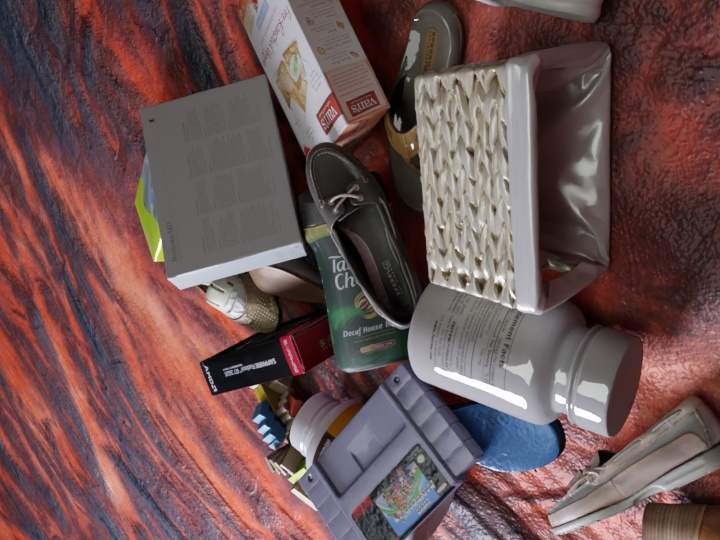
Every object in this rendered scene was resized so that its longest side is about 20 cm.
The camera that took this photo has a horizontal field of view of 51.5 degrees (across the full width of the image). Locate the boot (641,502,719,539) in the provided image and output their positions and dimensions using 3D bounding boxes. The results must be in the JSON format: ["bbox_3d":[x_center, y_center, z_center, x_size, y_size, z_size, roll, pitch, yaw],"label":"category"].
[{"bbox_3d":[0.337,0.305,0.658,0.152,0.076,0.206,0,99,38],"label":"boot"}]

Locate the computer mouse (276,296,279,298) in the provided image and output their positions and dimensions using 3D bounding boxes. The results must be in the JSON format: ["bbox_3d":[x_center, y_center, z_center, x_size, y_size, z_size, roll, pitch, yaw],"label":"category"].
[{"bbox_3d":[-0.144,-0.040,0.968,0.138,0.052,0.204,-38,70,41],"label":"computer mouse"}]

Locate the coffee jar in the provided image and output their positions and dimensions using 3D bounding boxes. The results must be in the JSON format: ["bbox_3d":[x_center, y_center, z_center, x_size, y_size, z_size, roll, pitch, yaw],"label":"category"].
[{"bbox_3d":[0.000,0.000,0.812,0.102,0.085,0.205,-14,99,7],"label":"coffee jar"}]

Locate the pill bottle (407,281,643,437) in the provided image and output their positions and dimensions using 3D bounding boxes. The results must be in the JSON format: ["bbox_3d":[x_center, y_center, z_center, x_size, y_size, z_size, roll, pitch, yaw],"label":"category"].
[{"bbox_3d":[0.152,0.077,0.696,0.197,0.113,0.117,16,117,36],"label":"pill bottle"}]

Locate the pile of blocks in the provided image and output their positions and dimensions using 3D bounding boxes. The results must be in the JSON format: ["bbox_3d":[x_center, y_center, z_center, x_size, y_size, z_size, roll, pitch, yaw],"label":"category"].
[{"bbox_3d":[-0.089,0.215,0.991,0.062,0.081,0.202,-43,76,43],"label":"pile of blocks"}]

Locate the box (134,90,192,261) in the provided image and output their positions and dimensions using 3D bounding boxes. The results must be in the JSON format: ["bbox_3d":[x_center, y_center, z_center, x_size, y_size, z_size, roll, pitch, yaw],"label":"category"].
[{"bbox_3d":[-0.256,-0.126,1.010,0.123,0.047,0.202,60,139,36],"label":"box"}]

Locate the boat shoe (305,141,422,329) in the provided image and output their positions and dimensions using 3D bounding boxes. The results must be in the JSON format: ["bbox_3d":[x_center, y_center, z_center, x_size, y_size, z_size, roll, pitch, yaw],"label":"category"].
[{"bbox_3d":[0.008,-0.035,0.734,0.066,0.057,0.203,-28,99,3],"label":"boat shoe"}]

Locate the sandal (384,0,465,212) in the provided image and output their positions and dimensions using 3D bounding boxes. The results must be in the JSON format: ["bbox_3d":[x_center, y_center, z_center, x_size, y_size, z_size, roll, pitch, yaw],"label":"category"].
[{"bbox_3d":[0.058,-0.156,0.732,0.081,0.054,0.205,27,122,32],"label":"sandal"}]

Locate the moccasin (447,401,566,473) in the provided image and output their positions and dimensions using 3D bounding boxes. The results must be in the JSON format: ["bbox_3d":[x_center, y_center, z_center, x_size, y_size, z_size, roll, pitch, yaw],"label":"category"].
[{"bbox_3d":[0.129,0.161,0.786,0.197,0.067,0.083,-3,96,43],"label":"moccasin"}]

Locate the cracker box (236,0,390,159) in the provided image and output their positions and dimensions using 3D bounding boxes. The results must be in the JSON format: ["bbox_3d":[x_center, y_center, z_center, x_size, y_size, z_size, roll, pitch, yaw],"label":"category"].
[{"bbox_3d":[-0.055,-0.223,0.775,0.204,0.057,0.134,63,158,3],"label":"cracker box"}]

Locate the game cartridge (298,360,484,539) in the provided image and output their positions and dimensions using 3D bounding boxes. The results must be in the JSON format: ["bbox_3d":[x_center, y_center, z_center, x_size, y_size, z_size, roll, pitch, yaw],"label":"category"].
[{"bbox_3d":[0.027,0.212,0.793,0.201,0.038,0.130,-51,60,22],"label":"game cartridge"}]

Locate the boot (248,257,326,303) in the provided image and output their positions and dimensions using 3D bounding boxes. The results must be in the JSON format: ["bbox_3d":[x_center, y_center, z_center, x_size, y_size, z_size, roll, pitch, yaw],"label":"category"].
[{"bbox_3d":[-0.109,-0.055,0.881,0.195,0.149,0.070,18,150,-12],"label":"boot"}]

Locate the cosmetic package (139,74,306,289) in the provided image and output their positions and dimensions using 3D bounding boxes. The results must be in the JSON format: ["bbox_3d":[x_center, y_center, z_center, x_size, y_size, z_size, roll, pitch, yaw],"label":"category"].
[{"bbox_3d":[-0.152,-0.098,0.820,0.052,0.147,0.205,81,176,-74],"label":"cosmetic package"}]

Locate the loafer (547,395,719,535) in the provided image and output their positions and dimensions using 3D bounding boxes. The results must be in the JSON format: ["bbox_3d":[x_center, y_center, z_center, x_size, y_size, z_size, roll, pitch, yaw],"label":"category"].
[{"bbox_3d":[0.249,0.184,0.692,0.200,0.071,0.064,-42,61,37],"label":"loafer"}]

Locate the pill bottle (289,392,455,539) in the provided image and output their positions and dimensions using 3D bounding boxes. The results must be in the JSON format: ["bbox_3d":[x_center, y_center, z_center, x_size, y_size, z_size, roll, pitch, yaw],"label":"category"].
[{"bbox_3d":[0.010,0.230,0.887,0.198,0.108,0.112,29,124,30],"label":"pill bottle"}]

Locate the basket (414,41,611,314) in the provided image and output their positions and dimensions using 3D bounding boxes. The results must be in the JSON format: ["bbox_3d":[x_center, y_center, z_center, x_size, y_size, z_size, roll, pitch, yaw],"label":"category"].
[{"bbox_3d":[0.132,-0.085,0.641,0.122,0.134,0.205,11,114,42],"label":"basket"}]

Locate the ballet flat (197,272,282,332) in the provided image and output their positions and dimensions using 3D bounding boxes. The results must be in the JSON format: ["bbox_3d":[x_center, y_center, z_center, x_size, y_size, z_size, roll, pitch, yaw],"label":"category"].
[{"bbox_3d":[-0.177,0.017,0.927,0.198,0.064,0.072,34,114,36],"label":"ballet flat"}]

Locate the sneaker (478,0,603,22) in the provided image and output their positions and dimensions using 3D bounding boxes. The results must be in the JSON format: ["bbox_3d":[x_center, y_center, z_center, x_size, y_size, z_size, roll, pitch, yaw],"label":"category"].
[{"bbox_3d":[0.121,-0.274,0.630,0.197,0.075,0.091,24,109,27],"label":"sneaker"}]

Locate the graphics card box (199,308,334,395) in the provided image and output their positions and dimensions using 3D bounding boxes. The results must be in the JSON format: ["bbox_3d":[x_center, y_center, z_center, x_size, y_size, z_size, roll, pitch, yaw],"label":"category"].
[{"bbox_3d":[-0.096,0.096,0.921,0.197,0.124,0.052,-19,96,43],"label":"graphics card box"}]
